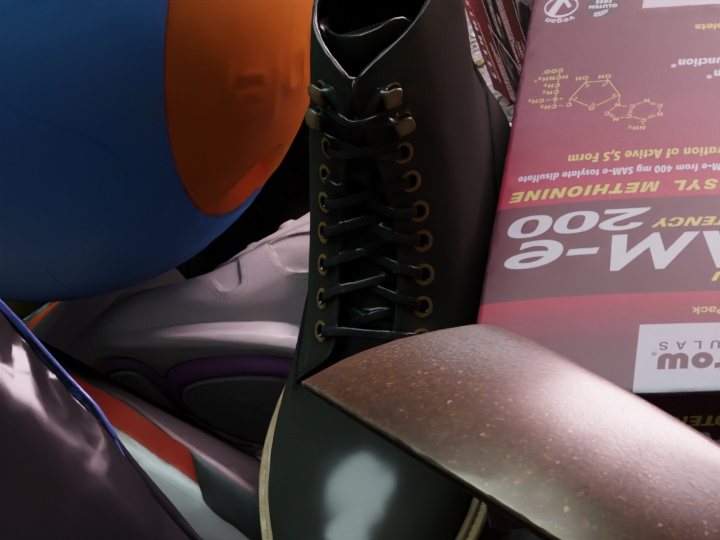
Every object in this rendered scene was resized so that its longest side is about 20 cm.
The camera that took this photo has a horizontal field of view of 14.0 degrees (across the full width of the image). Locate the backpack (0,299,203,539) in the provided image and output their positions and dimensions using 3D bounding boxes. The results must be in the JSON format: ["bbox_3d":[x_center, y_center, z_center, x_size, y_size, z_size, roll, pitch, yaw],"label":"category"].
[{"bbox_3d":[-0.127,0.115,0.728,0.154,0.200,0.190,-48,-4,38],"label":"backpack"}]

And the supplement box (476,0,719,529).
[{"bbox_3d":[0.099,-0.013,0.907,0.108,0.061,0.201,-3,44,14],"label":"supplement box"}]

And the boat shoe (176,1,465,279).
[{"bbox_3d":[-0.010,-0.050,1.107,0.074,0.076,0.200,-12,-28,-37],"label":"boat shoe"}]

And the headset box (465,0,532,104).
[{"bbox_3d":[0.132,-0.121,1.260,0.148,0.078,0.200,-23,21,-5],"label":"headset box"}]

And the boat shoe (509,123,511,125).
[{"bbox_3d":[0.086,-0.025,1.075,0.199,0.060,0.072,-25,60,-2],"label":"boat shoe"}]

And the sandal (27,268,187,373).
[{"bbox_3d":[-0.112,0.052,1.087,0.207,0.059,0.079,-45,7,-9],"label":"sandal"}]

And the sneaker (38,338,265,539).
[{"bbox_3d":[-0.109,0.085,0.980,0.201,0.108,0.067,27,0,26],"label":"sneaker"}]

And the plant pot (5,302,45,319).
[{"bbox_3d":[-0.219,-0.019,1.198,0.200,0.187,0.187,-43,5,32],"label":"plant pot"}]

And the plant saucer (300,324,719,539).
[{"bbox_3d":[0.080,0.064,0.644,0.037,0.200,0.200,-57,25,-2],"label":"plant saucer"}]

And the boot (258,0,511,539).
[{"bbox_3d":[0.000,0.000,0.879,0.077,0.139,0.201,-1,53,12],"label":"boot"}]

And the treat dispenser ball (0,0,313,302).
[{"bbox_3d":[-0.111,-0.090,0.998,0.200,0.202,0.201,-18,19,7],"label":"treat dispenser ball"}]

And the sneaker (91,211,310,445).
[{"bbox_3d":[0.005,0.003,1.017,0.199,0.075,0.100,-9,58,12],"label":"sneaker"}]
